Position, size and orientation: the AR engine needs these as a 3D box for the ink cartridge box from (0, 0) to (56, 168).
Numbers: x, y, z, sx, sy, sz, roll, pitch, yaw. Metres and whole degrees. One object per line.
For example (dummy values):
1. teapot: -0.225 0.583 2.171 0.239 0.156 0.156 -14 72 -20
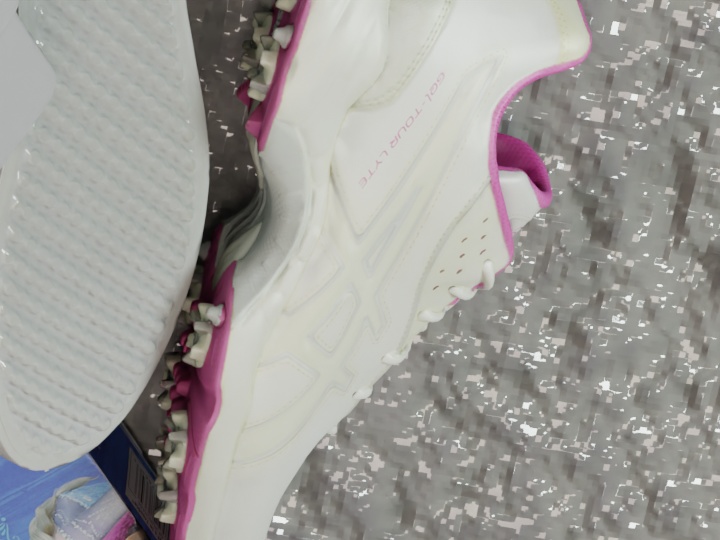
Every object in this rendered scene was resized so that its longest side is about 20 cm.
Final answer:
1. ink cartridge box: -0.142 -0.048 0.620 0.067 0.200 0.116 31 79 18

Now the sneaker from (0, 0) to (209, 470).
1. sneaker: -0.089 -0.052 0.773 0.074 0.082 0.201 -8 109 -40

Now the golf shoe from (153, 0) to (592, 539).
1. golf shoe: 0.000 0.000 0.799 0.091 0.075 0.201 12 115 -11

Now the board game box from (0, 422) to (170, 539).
1. board game box: -0.178 0.058 0.835 0.198 0.043 0.200 -28 113 12
